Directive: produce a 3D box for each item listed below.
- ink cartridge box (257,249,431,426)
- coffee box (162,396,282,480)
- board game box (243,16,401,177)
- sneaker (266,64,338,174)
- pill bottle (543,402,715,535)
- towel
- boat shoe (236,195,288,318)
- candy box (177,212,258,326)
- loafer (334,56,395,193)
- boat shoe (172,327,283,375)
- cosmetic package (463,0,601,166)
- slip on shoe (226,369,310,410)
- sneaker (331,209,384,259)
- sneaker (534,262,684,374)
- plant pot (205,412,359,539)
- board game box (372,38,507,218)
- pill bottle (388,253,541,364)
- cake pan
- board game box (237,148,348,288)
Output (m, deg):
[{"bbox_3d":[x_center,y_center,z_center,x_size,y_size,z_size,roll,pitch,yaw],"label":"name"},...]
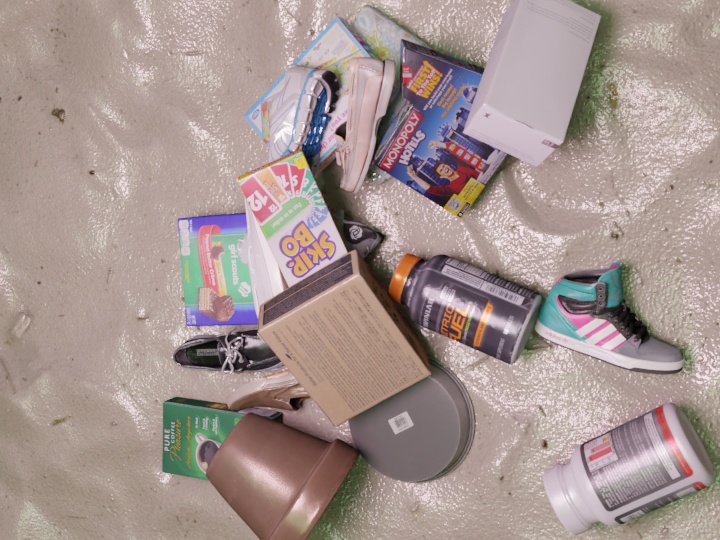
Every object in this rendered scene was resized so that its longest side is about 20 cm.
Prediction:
[{"bbox_3d":[-0.021,0.096,1.269,0.164,0.075,0.200,-29,119,12],"label":"ink cartridge box"},{"bbox_3d":[-0.222,0.274,1.470,0.199,0.044,0.124,4,99,19],"label":"coffee box"},{"bbox_3d":[-0.055,-0.236,1.299,0.200,0.034,0.135,-42,80,20],"label":"board game box"},{"bbox_3d":[-0.100,-0.190,1.275,0.086,0.075,0.201,28,103,30],"label":"sneaker"},{"bbox_3d":[0.352,0.267,1.219,0.199,0.116,0.116,-31,86,21],"label":"pill bottle"},{"bbox_3d":[0.021,-0.247,1.310,0.171,0.048,0.201,37,107,11],"label":"towel"},{"bbox_3d":[-0.141,-0.025,1.312,0.068,0.072,0.201,-11,100,19],"label":"boat shoe"},{"bbox_3d":[-0.169,-0.003,1.396,0.199,0.077,0.170,-3,94,19],"label":"candy box"},{"bbox_3d":[-0.006,-0.195,1.226,0.062,0.072,0.201,11,128,-9],"label":"loafer"},{"bbox_3d":[-0.197,0.125,1.427,0.198,0.068,0.074,1,98,20],"label":"boat shoe"},{"bbox_3d":[0.216,-0.247,1.155,0.112,0.081,0.201,25,70,-6],"label":"cosmetic package"},{"bbox_3d":[-0.114,0.187,1.403,0.199,0.076,0.061,-21,78,14],"label":"slip on shoe"},{"bbox_3d":[0.000,0.000,1.340,0.115,0.075,0.201,-35,112,-14],"label":"sneaker"},{"bbox_3d":[0.339,0.054,1.217,0.199,0.084,0.121,17,112,19],"label":"sneaker"},{"bbox_3d":[-0.123,0.299,1.343,0.174,0.200,0.201,35,107,5],"label":"plant pot"},{"bbox_3d":[0.109,-0.207,1.232,0.199,0.062,0.200,31,109,-14],"label":"board game box"},{"bbox_3d":[0.140,0.044,1.273,0.199,0.106,0.107,23,104,17],"label":"pill bottle"},{"bbox_3d":[0.068,0.223,1.360,0.199,0.037,0.202,3,98,20],"label":"cake pan"},{"bbox_3d":[-0.082,-0.055,1.252,0.095,0.030,0.201,-24,112,2],"label":"board game box"}]
